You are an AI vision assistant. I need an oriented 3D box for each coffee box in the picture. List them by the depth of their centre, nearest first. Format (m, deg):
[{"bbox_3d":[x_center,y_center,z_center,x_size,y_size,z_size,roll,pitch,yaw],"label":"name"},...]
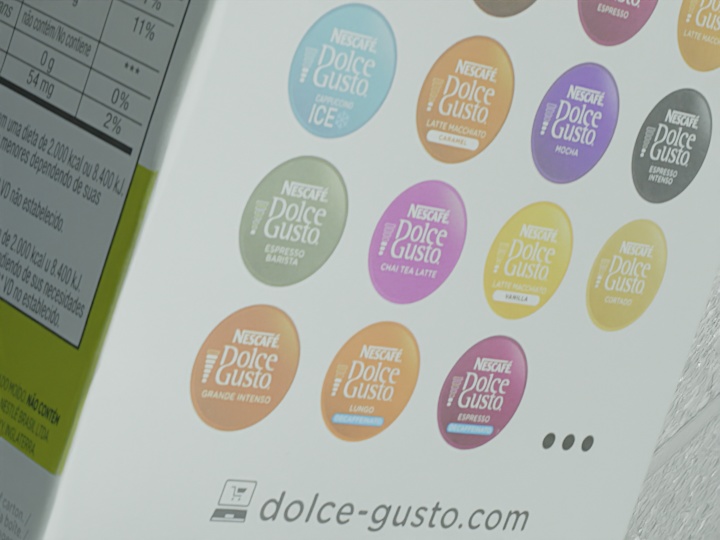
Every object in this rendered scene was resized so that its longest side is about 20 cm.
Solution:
[{"bbox_3d":[-0.035,-0.049,0.620,0.199,0.200,0.199,8,105,-46],"label":"coffee box"}]
